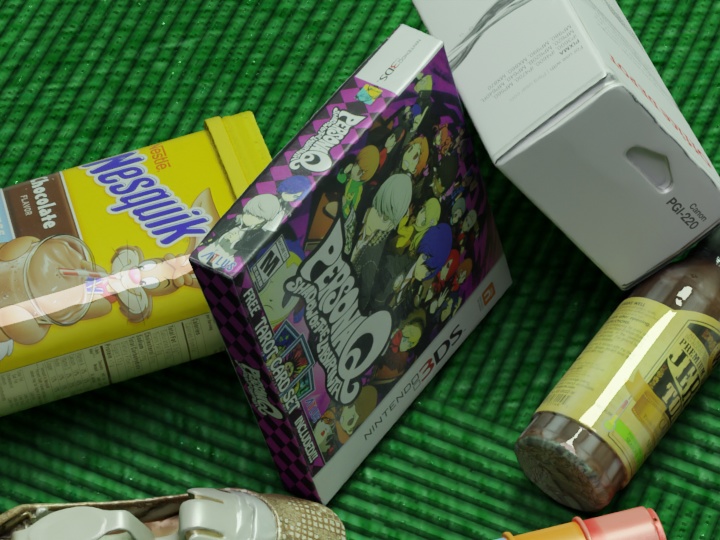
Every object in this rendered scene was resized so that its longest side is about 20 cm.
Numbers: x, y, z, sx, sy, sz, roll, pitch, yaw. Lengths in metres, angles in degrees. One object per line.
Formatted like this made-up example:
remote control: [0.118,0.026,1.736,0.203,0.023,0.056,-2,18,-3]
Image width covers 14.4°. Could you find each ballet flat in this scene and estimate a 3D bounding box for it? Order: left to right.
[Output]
ballet flat: [-0.106,0.146,1.499,0.200,0.065,0.071,-9,60,-4]

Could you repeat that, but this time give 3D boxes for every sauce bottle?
sauce bottle: [0.163,0.041,1.558,0.065,0.065,0.200,31,65,19]

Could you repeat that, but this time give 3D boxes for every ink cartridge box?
ink cartridge box: [0.110,-0.107,1.572,0.085,0.146,0.200,-38,44,12]

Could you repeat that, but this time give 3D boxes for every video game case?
video game case: [0.000,0.000,1.509,0.036,0.200,0.181,24,60,32]

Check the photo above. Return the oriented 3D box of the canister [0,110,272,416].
canister: [-0.136,-0.001,1.565,0.200,0.087,0.149,-17,39,-6]

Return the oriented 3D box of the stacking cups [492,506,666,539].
stacking cups: [0.062,0.162,1.492,0.200,0.061,0.061,-16,59,-11]
